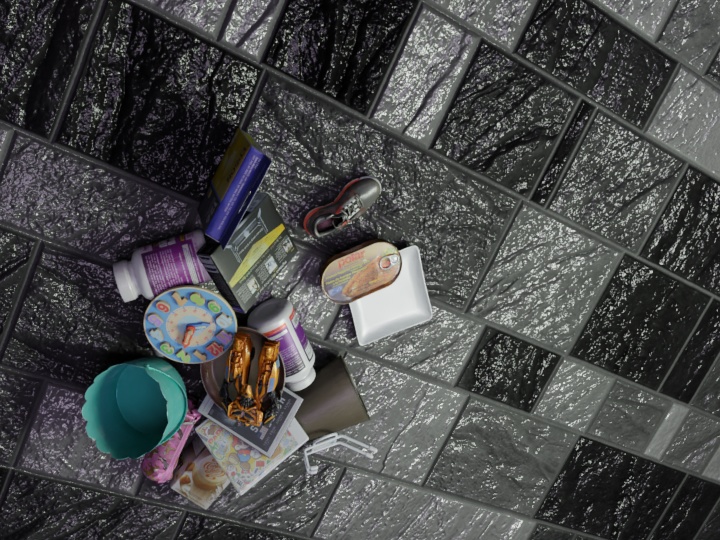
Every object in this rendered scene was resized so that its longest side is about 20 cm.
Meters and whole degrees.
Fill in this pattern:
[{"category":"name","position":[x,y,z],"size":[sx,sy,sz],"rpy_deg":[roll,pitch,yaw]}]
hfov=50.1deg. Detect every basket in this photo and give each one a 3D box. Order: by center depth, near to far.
[{"category":"basket","position":[-0.097,0.325,1.837],"size":[0.196,0.136,0.183],"rpy_deg":[-27,117,-2]}]

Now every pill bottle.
[{"category":"pill bottle","position":[-0.410,-0.005,1.613],"size":[0.195,0.112,0.115],"rpy_deg":[-18,115,-11]},{"category":"pill bottle","position":[-0.174,0.172,1.759],"size":[0.110,0.113,0.204],"rpy_deg":[-25,116,-6]}]

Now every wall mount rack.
[{"category":"wall mount rack","position":[-0.054,0.436,1.858],"size":[0.169,0.201,0.076],"rpy_deg":[-16,73,-10]}]

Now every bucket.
[{"category":"bucket","position":[-0.476,0.288,1.657],"size":[0.201,0.135,0.214],"rpy_deg":[1,96,10]}]

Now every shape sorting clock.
[{"category":"shape sorting clock","position":[-0.358,0.119,1.626],"size":[0.194,0.040,0.204],"rpy_deg":[-5,127,-7]}]

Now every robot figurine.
[{"category":"robot figurine","position":[-0.236,0.241,1.649],"size":[0.141,0.058,0.206],"rpy_deg":[12,102,11]}]

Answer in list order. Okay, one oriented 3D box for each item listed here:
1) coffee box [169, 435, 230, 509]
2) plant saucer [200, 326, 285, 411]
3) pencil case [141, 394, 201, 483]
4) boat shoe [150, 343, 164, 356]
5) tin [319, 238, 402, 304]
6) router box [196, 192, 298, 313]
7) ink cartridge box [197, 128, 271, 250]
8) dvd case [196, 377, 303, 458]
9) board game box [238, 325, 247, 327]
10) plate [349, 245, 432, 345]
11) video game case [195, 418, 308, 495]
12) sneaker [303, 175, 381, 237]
[{"category":"coffee box","position":[-0.349,0.446,1.828],"size":[0.114,0.080,0.201],"rpy_deg":[39,95,-26]},{"category":"plant saucer","position":[-0.256,0.221,1.695],"size":[0.194,0.032,0.207],"rpy_deg":[2,100,10]},{"category":"pencil case","position":[-0.434,0.386,1.771],"size":[0.081,0.087,0.203],"rpy_deg":[26,102,-9]},{"category":"boat shoe","position":[-0.374,0.119,1.701],"size":[0.195,0.071,0.071],"rpy_deg":[-21,119,-1]},{"category":"tin","position":[0.000,0.000,1.757],"size":[0.195,0.042,0.114],"rpy_deg":[-22,118,-7]},{"category":"router box","position":[-0.234,-0.039,1.627],"size":[0.201,0.051,0.159],"rpy_deg":[-51,130,-32]},{"category":"ink cartridge box","position":[-0.260,-0.168,1.548],"size":[0.046,0.200,0.201],"rpy_deg":[26,102,-25]},{"category":"dvd case","position":[-0.248,0.304,1.740],"size":[0.197,0.025,0.153],"rpy_deg":[31,81,1]},{"category":"board game box","position":[-0.296,0.223,1.789],"size":[0.093,0.030,0.206],"rpy_deg":[3,107,-19]},{"category":"plate","position":[0.062,0.056,1.834],"size":[0.195,0.032,0.205],"rpy_deg":[-19,115,-9]},{"category":"video game case","position":[-0.246,0.372,1.753],"size":[0.198,0.023,0.184],"rpy_deg":[-37,86,-8]},{"category":"sneaker","position":[-0.031,-0.130,1.703],"size":[0.198,0.082,0.078],"rpy_deg":[-36,117,-1]}]
